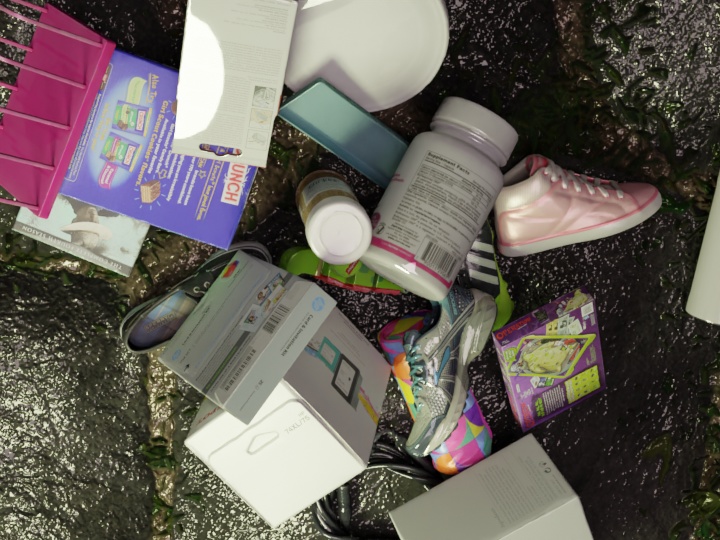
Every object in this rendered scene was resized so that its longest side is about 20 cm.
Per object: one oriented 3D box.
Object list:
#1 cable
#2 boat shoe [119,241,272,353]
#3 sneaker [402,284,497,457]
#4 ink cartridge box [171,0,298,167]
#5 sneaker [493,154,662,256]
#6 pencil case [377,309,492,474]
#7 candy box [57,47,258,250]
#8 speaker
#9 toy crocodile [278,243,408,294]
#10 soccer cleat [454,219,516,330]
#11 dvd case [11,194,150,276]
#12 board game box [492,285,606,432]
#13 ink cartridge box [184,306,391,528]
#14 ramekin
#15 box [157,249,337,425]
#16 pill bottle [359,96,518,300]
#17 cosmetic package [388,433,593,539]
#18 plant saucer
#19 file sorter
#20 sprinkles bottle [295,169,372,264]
[{"bbox_3d":[0.038,0.300,1.585,0.163,0.051,0.200,-41,105,5],"label":"cable"},{"bbox_3d":[-0.190,0.035,1.483,0.199,0.066,0.070,-27,106,1],"label":"boat shoe"},{"bbox_3d":[0.078,0.107,1.445,0.086,0.078,0.201,22,79,-15],"label":"sneaker"},{"bbox_3d":[-0.132,-0.208,1.333,0.108,0.051,0.201,9,128,-7],"label":"ink cartridge box"},{"bbox_3d":[0.246,-0.091,1.493,0.199,0.075,0.105,-15,111,2],"label":"sneaker"},{"bbox_3d":[0.092,0.142,1.535,0.088,0.088,0.201,-22,107,0],"label":"pencil case"},{"bbox_3d":[-0.211,-0.134,1.411,0.199,0.077,0.170,19,98,-10],"label":"candy box"},{"bbox_3d":[0.447,-0.038,1.527,0.081,0.081,0.201,8,104,-8],"label":"speaker"},{"bbox_3d":[0.000,0.000,1.472,0.199,0.067,0.062,9,94,-35],"label":"toy crocodile"},{"bbox_3d":[0.118,-0.014,1.497,0.081,0.067,0.201,-32,109,-29],"label":"soccer cleat"},{"bbox_3d":[-0.290,-0.111,1.458,0.145,0.022,0.201,23,101,-11],"label":"dvd case"},{"bbox_3d":[0.223,0.106,1.504,0.120,0.032,0.200,-30,143,-7],"label":"board game box"},{"bbox_3d":[-0.076,0.148,1.437,0.146,0.200,0.146,-36,107,25],"label":"ink cartridge box"},{"bbox_3d":[-0.005,-0.276,1.376,0.201,0.095,0.203,0,134,0],"label":"ramekin"},{"bbox_3d":[-0.125,0.065,1.368,0.041,0.200,0.156,41,80,-29],"label":"box"},{"bbox_3d":[0.086,-0.079,1.404,0.113,0.113,0.201,30,82,-13],"label":"pill bottle"},{"bbox_3d":[0.166,0.336,1.531,0.199,0.123,0.200,-28,129,-6],"label":"cosmetic package"},{"bbox_3d":[-0.002,-0.149,1.430,0.070,0.019,0.200,-29,137,31],"label":"plant saucer"},{"bbox_3d":[-0.374,-0.182,1.347,0.125,0.139,0.201,13,106,-46],"label":"file sorter"},{"bbox_3d":[-0.031,-0.062,1.406,0.068,0.200,0.069,-2,104,-6],"label":"sprinkles bottle"}]
